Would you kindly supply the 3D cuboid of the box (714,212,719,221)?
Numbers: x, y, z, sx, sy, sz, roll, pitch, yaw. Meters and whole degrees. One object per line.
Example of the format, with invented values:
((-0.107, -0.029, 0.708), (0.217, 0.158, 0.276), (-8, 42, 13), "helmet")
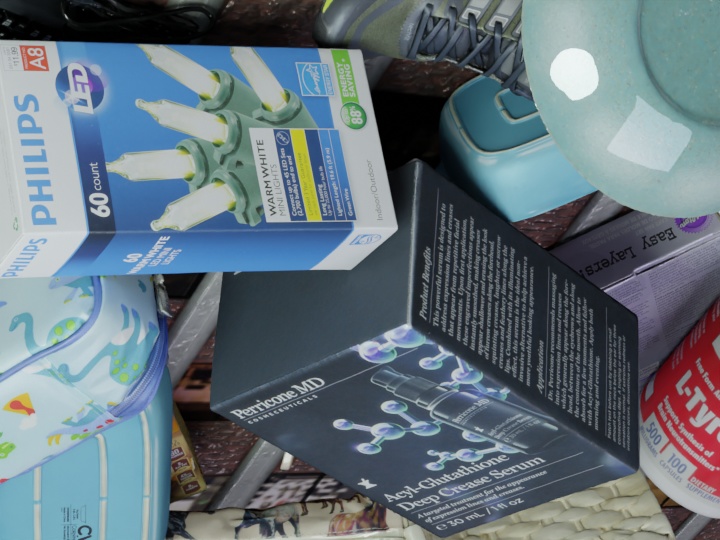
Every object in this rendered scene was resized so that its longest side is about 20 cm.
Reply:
((0.294, -0.110, 1.297), (0.200, 0.041, 0.156), (-35, 179, 18), "box")

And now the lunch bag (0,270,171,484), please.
((-0.197, 0.031, 1.136), (0.200, 0.161, 0.082), (-32, 136, 16), "lunch bag")

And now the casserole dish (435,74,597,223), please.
((0.128, -0.096, 1.218), (0.199, 0.121, 0.039), (-23, 125, 0), "casserole dish")

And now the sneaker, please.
((0.070, -0.132, 1.151), (0.199, 0.081, 0.074), (-8, 144, -23), "sneaker")

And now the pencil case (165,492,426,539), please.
((-0.061, 0.182, 1.376), (0.199, 0.078, 0.089), (-3, 175, -9), "pencil case")

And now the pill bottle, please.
((0.272, 0.065, 1.446), (0.112, 0.113, 0.200), (2, 138, -35), "pill bottle")

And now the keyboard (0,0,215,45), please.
((-0.148, -0.104, 1.089), (0.104, 0.040, 0.200), (-42, 144, 26), "keyboard")

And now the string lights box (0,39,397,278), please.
((-0.089, -0.054, 1.072), (0.199, 0.103, 0.059), (-2, 160, -29), "string lights box")

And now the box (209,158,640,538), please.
((0.040, 0.050, 1.207), (0.148, 0.108, 0.200), (-24, 137, 37), "box")

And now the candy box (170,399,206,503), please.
((-0.174, 0.092, 1.333), (0.115, 0.055, 0.200), (-21, 148, -3), "candy box")

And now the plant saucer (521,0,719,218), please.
((0.179, -0.128, 1.143), (0.200, 0.202, 0.039), (-7, -174, -25), "plant saucer")

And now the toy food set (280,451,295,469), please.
((0.050, 0.121, 1.409), (0.199, 0.061, 0.144), (2, 178, 2), "toy food set")

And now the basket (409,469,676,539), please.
((0.123, 0.209, 1.625), (0.199, 0.136, 0.124), (-10, 141, -21), "basket")

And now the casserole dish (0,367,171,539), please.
((-0.168, 0.121, 1.246), (0.120, 0.039, 0.201), (-1, 124, -10), "casserole dish")

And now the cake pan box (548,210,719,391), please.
((0.174, 0.037, 1.489), (0.199, 0.052, 0.184), (-26, 149, 2), "cake pan box")
